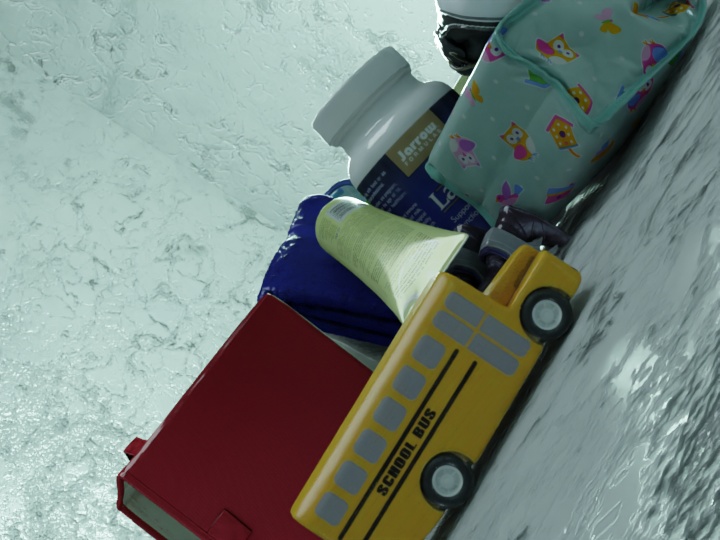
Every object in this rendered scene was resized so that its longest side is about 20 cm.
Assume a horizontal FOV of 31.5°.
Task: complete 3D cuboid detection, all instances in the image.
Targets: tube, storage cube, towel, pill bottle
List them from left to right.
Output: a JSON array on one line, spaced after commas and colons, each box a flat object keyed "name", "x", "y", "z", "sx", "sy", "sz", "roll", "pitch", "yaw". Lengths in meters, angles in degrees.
[{"name": "storage cube", "x": -0.069, "y": 0.155, "z": 1.001, "sx": 0.180, "sy": 0.200, "sz": 0.171, "roll": -51, "pitch": -3, "yaw": -21}, {"name": "towel", "x": 0.000, "y": 0.000, "z": 1.101, "sx": 0.200, "sy": 0.147, "sz": 0.050, "roll": -69, "pitch": -14, "yaw": -62}, {"name": "tube", "x": 0.019, "y": -0.013, "z": 0.970, "sx": 0.200, "sy": 0.052, "sz": 0.058, "roll": -149, "pitch": 52, "yaw": -66}, {"name": "pill bottle", "x": 0.062, "y": -0.081, "z": 1.048, "sx": 0.116, "sy": 0.200, "sz": 0.116, "roll": -46, "pitch": -1, "yaw": -1}]

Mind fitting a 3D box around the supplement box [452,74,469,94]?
[{"name": "supplement box", "x": 0.187, "y": -0.206, "z": 1.179, "sx": 0.200, "sy": 0.134, "sz": 0.200, "roll": -58, "pitch": -1, "yaw": 35}]

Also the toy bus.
[{"name": "toy bus", "x": 0.045, "y": 0.072, "z": 0.727, "sx": 0.201, "sy": 0.078, "sz": 0.065, "roll": -58, "pitch": 0, "yaw": -8}]

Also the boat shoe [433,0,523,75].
[{"name": "boat shoe", "x": 0.086, "y": -0.187, "z": 1.008, "sx": 0.200, "sy": 0.069, "sz": 0.067, "roll": -106, "pitch": 19, "yaw": -79}]

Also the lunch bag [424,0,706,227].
[{"name": "lunch bag", "x": 0.159, "y": -0.144, "z": 0.948, "sx": 0.200, "sy": 0.122, "sz": 0.171, "roll": -44, "pitch": -10, "yaw": -31}]

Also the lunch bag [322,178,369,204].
[{"name": "lunch bag", "x": 0.013, "y": 0.016, "z": 1.347, "sx": 0.161, "sy": 0.200, "sz": 0.082, "roll": -49, "pitch": -1, "yaw": 7}]

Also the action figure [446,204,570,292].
[{"name": "action figure", "x": 0.073, "y": 0.046, "z": 0.882, "sx": 0.201, "sy": 0.069, "sz": 0.130, "roll": -62, "pitch": 9, "yaw": -32}]

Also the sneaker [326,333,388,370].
[{"name": "sneaker", "x": 0.006, "y": 0.084, "z": 1.096, "sx": 0.074, "sy": 0.199, "sz": 0.082, "roll": -31, "pitch": -56, "yaw": -39}]
